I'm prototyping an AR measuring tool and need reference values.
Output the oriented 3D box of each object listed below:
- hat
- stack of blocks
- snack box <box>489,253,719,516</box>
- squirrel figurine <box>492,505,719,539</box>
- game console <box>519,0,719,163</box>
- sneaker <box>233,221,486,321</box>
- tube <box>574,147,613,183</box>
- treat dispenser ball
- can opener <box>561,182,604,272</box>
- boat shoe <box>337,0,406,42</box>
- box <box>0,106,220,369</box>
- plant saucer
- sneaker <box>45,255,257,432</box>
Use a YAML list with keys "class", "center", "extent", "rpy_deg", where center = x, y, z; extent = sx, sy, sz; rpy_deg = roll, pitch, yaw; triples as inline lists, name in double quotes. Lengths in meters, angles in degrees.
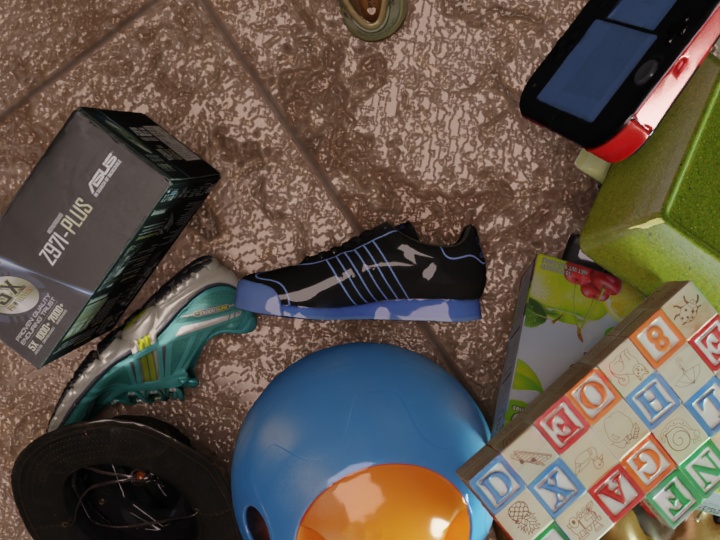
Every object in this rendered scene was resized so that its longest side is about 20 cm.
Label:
- class: "hat"
  center: [-0.176, 0.173, 1.084]
  extent: [0.198, 0.081, 0.202]
  rpy_deg: [3, 125, 5]
- class: "stack of blocks"
  center: [0.176, 0.115, 0.915]
  extent: [0.200, 0.059, 0.115]
  rpy_deg: [-40, 92, -5]
- class: "snack box"
  center: [0.204, 0.086, 0.995]
  extent: [0.198, 0.053, 0.144]
  rpy_deg: [16, 67, -4]
- class: "squirrel figurine"
  center: [0.216, 0.240, 1.056]
  extent: [0.185, 0.142, 0.202]
  rpy_deg: [-18, 107, -4]
- class: "game console"
  center: [0.195, -0.168, 0.982]
  extent: [0.031, 0.200, 0.178]
  rpy_deg: [31, 98, -19]
- class: "sneaker"
  center: [0.000, 0.000, 1.073]
  extent: [0.197, 0.070, 0.079]
  rpy_deg: [1, 89, -6]
- class: "tube"
  center: [0.248, -0.052, 1.029]
  extent: [0.199, 0.058, 0.052]
  rpy_deg: [37, 119, -17]
- class: "treat dispenser ball"
  center: [0.003, 0.155, 1.018]
  extent: [0.198, 0.201, 0.203]
  rpy_deg: [0, 94, 5]
- class: "can opener"
  center: [0.191, -0.003, 1.063]
  extent: [0.066, 0.053, 0.202]
  rpy_deg: [20, 97, 4]
- class: "boat shoe"
  center: [-0.011, -0.279, 1.056]
  extent: [0.073, 0.063, 0.202]
  rpy_deg: [-21, 92, 7]
- class: "box"
  center: [-0.199, -0.030, 1.023]
  extent: [0.086, 0.200, 0.164]
  rpy_deg: [36, 97, 0]
- class: "plant saucer"
  center: [0.279, -0.050, 0.989]
  extent: [0.199, 0.048, 0.201]
  rpy_deg: [33, 65, -11]
- class: "sneaker"
  center: [-0.170, 0.077, 1.094]
  extent: [0.200, 0.078, 0.080]
  rpy_deg: [-40, 99, 7]
